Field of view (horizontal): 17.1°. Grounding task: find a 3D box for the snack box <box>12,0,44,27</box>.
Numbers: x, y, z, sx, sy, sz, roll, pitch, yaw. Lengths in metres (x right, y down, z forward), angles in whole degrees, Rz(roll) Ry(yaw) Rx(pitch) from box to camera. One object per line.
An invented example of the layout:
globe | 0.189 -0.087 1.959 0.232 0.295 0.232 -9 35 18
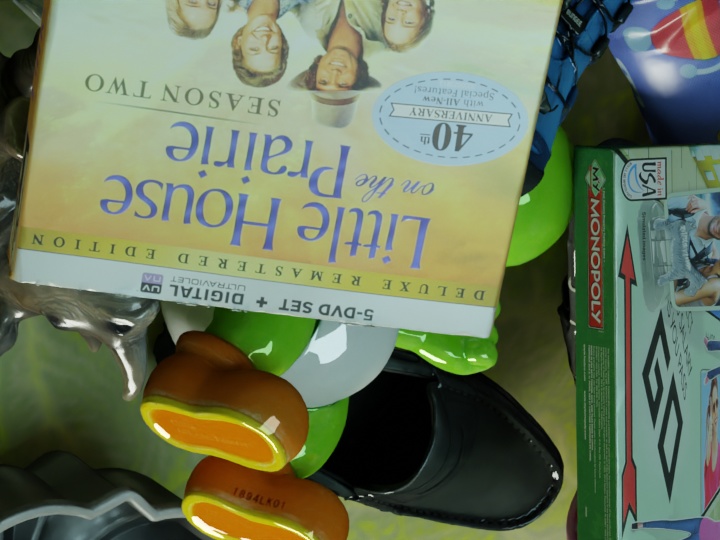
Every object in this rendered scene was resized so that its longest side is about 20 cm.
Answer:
snack box | -0.037 -0.153 0.788 0.200 0.037 0.116 -48 128 -2

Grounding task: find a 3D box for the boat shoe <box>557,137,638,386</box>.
boat shoe | 0.106 0.018 0.949 0.070 0.066 0.200 -37 152 -13

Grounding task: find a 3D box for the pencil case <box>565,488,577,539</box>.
pencil case | 0.155 0.107 0.980 0.088 0.087 0.200 -56 151 5

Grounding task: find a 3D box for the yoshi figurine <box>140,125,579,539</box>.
yoshi figurine | 0.013 0.000 0.813 0.112 0.112 0.201 38 54 -15

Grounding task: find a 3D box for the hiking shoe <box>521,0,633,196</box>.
hiking shoe | 0.058 -0.099 0.781 0.086 0.201 0.074 -33 116 33

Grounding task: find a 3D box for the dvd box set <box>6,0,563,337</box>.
dvd box set | -0.015 -0.085 0.668 0.145 0.029 0.201 8 110 -11

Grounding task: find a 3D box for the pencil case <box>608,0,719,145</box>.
pencil case | 0.142 -0.066 0.919 0.078 0.087 0.201 -31 129 -1

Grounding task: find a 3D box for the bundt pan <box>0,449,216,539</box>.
bundt pan | -0.124 0.151 0.868 0.201 0.076 0.203 -15 122 -25

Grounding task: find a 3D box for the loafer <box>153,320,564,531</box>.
loafer | 0.009 0.063 0.910 0.200 0.070 0.068 26 101 -39

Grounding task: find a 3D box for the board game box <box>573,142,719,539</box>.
board game box | 0.139 0.054 0.852 0.134 0.029 0.202 -4 96 -26

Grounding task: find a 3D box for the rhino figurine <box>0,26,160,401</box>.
rhino figurine | -0.120 -0.045 0.735 0.060 0.087 0.201 -45 110 -44
